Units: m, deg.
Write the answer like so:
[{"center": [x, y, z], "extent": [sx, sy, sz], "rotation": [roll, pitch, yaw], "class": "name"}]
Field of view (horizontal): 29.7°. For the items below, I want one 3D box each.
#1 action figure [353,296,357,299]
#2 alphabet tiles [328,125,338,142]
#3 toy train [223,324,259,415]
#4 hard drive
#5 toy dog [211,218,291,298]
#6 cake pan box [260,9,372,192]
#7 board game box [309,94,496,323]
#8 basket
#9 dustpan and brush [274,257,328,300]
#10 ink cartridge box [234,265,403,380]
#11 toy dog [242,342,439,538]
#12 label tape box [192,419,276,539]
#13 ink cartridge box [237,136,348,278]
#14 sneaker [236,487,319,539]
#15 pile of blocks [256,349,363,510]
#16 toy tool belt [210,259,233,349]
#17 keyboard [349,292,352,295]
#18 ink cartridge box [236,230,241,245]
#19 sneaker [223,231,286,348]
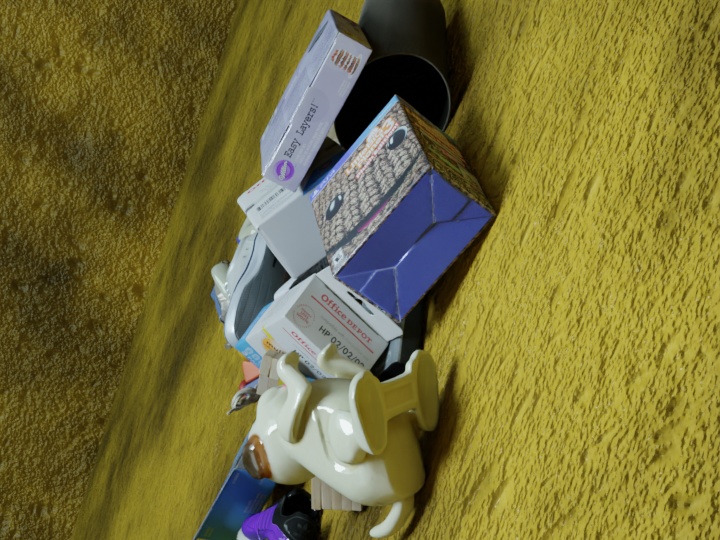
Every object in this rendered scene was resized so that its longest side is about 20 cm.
[{"center": [-0.062, 0.108, 1.685], "extent": [0.118, 0.101, 0.202], "rotation": [-16, -51, -57], "class": "action figure"}, {"center": [-0.028, -0.130, 1.819], "extent": [0.165, 0.006, 0.202], "rotation": [-12, 49, 20], "class": "alphabet tiles"}, {"center": [-0.143, 0.109, 1.787], "extent": [0.084, 0.117, 0.200], "rotation": [-32, -5, 29], "class": "toy train"}, {"center": [0.036, 0.047, 1.566], "extent": [0.140, 0.033, 0.202], "rotation": [132, 151, -54], "class": "hard drive"}, {"center": [-0.105, -0.026, 1.913], "extent": [0.201, 0.138, 0.195], "rotation": [-62, 27, 28], "class": "toy dog"}, {"center": [-0.060, -0.203, 1.622], "extent": [0.201, 0.052, 0.184], "rotation": [-61, 11, 12], "class": "cake pan box"}, {"center": [0.040, -0.071, 1.478], "extent": [0.160, 0.096, 0.200], "rotation": [-49, 25, 15], "class": "board game box"}, {"center": [0.047, -0.260, 1.699], "extent": [0.181, 0.135, 0.201], "rotation": [118, 165, -44], "class": "basket"}, {"center": [-0.068, 0.030, 1.718], "extent": [0.139, 0.057, 0.200], "rotation": [-43, 4, -32], "class": "dustpan and brush"}, {"center": [-0.049, 0.078, 1.512], "extent": [0.068, 0.115, 0.200], "rotation": [-53, 10, -28], "class": "ink cartridge box"}, {"center": [-0.026, 0.167, 1.392], "extent": [0.198, 0.139, 0.196], "rotation": [-4, 106, 39], "class": "toy dog"}, {"center": [-0.145, 0.279, 1.769], "extent": [0.145, 0.063, 0.201], "rotation": [-61, 2, 35], "class": "label tape box"}, {"center": [-0.064, -0.084, 1.680], "extent": [0.146, 0.085, 0.200], "rotation": [-37, 17, -1], "class": "ink cartridge box"}, {"center": [-0.090, 0.311, 1.654], "extent": [0.100, 0.069, 0.200], "rotation": [-62, 14, -6], "class": "sneaker"}, {"center": [-0.045, 0.170, 1.509], "extent": [0.081, 0.202, 0.062], "rotation": [-23, 7, 17], "class": "pile of blocks"}, {"center": [-0.195, 0.045, 2.183], "extent": [0.124, 0.124, 0.200], "rotation": [-60, 17, 10], "class": "toy tool belt"}, {"center": [0.000, 0.000, 1.709], "extent": [0.011, 0.056, 0.200], "rotation": [58, 146, 12], "class": "keyboard"}, {"center": [-0.131, -0.089, 2.092], "extent": [0.200, 0.037, 0.095], "rotation": [-43, -8, -43], "class": "ink cartridge box"}, {"center": [-0.144, 0.028, 1.777], "extent": [0.070, 0.073, 0.201], "rotation": [-22, 35, 36], "class": "sneaker"}]
